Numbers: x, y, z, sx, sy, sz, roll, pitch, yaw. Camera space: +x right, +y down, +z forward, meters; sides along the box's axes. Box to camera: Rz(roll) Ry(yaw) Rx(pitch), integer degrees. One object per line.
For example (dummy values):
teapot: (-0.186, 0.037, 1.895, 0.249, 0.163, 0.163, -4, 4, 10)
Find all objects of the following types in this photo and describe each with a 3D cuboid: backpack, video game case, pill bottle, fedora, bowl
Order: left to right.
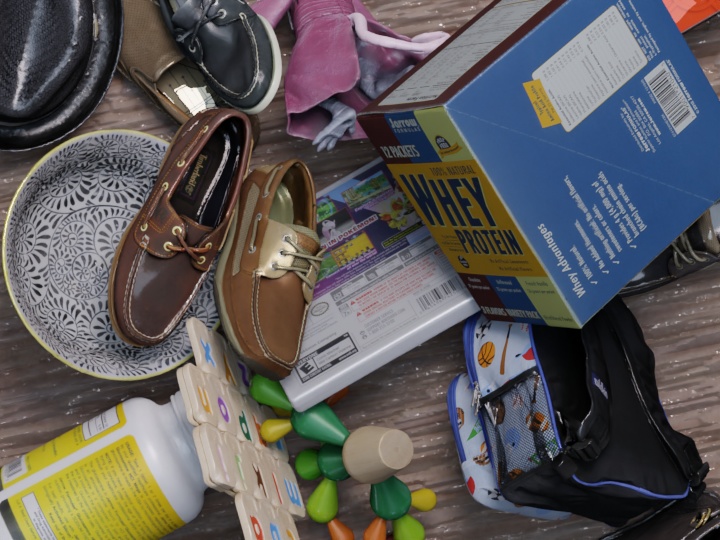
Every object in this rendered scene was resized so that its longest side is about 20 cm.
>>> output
fedora: (-0.268, -0.190, 1.498, 0.200, 0.092, 0.201, -3, 100, -18)
bowl: (-0.209, -0.010, 1.546, 0.200, 0.094, 0.201, 2, 85, -29)
pill bottle: (-0.200, 0.175, 1.550, 0.200, 0.112, 0.113, -28, 90, -1)
video game case: (0.000, 0.000, 1.547, 0.200, 0.023, 0.182, -30, 50, -1)
backpack: (0.163, 0.104, 1.526, 0.154, 0.200, 0.191, -23, 62, 34)

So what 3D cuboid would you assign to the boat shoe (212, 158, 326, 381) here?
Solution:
boat shoe: (-0.067, -0.010, 1.504, 0.074, 0.200, 0.076, -33, 135, 32)

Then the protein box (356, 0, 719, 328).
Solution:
protein box: (0.147, -0.097, 1.421, 0.200, 0.135, 0.199, -41, 108, -20)

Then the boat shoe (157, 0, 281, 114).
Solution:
boat shoe: (-0.126, -0.204, 1.525, 0.074, 0.066, 0.200, -42, 51, 25)

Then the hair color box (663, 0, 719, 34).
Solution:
hair color box: (0.232, -0.209, 1.567, 0.200, 0.102, 0.061, -31, 91, 0)

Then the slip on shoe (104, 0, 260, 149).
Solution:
slip on shoe: (-0.159, -0.172, 1.579, 0.076, 0.061, 0.200, -38, 90, -1)

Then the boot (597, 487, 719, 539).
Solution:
boot: (0.239, 0.239, 1.526, 0.200, 0.174, 0.069, -41, 90, -1)

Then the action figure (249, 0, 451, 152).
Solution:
action figure: (-0.031, -0.196, 1.532, 0.134, 0.149, 0.200, -1, 51, -27)

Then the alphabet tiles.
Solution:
alphabet tiles: (-0.093, 0.138, 1.503, 0.015, 0.200, 0.196, -22, 69, 11)

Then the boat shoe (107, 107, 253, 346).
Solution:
boat shoe: (-0.140, -0.036, 1.493, 0.070, 0.070, 0.201, 22, 79, -27)

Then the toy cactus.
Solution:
toy cactus: (0.000, 0.149, 1.536, 0.102, 0.165, 0.200, -36, 97, -27)

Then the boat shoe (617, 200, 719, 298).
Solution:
boat shoe: (0.275, -0.036, 1.580, 0.200, 0.073, 0.075, -27, 90, -1)
